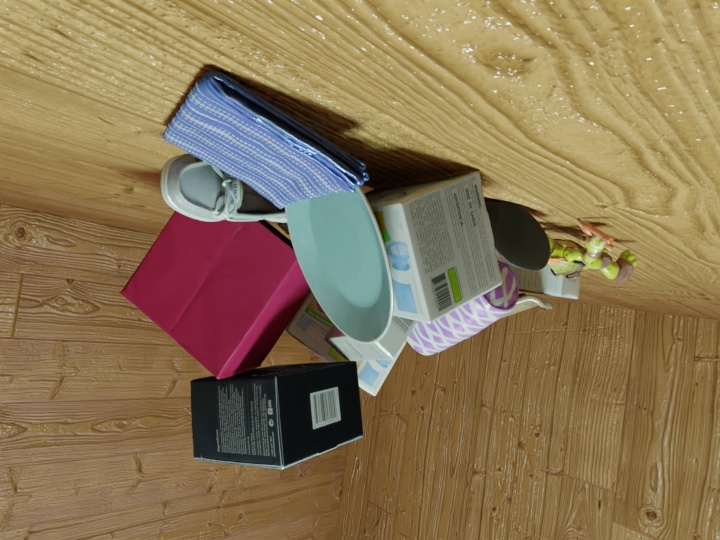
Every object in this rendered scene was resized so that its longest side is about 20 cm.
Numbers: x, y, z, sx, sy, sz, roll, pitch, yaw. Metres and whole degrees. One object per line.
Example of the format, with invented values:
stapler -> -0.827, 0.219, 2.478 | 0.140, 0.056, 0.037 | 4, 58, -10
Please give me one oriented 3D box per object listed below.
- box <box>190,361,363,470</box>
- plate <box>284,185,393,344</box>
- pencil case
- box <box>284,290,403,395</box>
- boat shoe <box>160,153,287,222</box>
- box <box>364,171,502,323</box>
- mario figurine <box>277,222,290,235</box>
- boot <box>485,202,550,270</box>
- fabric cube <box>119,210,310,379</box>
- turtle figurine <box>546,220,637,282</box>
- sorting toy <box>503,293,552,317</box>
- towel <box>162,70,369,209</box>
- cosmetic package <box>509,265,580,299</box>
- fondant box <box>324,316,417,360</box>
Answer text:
box -> -0.128, 0.217, 0.832 | 0.191, 0.129, 0.197 | -11, 172, 34
plate -> -0.020, -0.026, 0.533 | 0.025, 0.207, 0.198 | -23, -166, -28
pencil case -> 0.137, 0.054, 0.754 | 0.084, 0.086, 0.199 | 44, 143, -5
box -> -0.033, 0.118, 0.971 | 0.197, 0.114, 0.101 | 36, 169, -9
boat shoe -> -0.126, -0.091, 0.599 | 0.063, 0.078, 0.198 | -2, 175, 42
box -> 0.037, -0.027, 0.565 | 0.099, 0.117, 0.198 | -22, -167, -28
mario figurine -> -0.055, -0.078, 0.816 | 0.107, 0.123, 0.200 | 51, 174, -14
boot -> 0.120, -0.048, 0.692 | 0.182, 0.066, 0.199 | 25, 169, -18
fabric cube -> -0.197, 0.013, 0.814 | 0.198, 0.202, 0.196 | 36, -179, 7
turtle figurine -> 0.289, -0.019, 0.707 | 0.156, 0.067, 0.199 | 10, 177, -24
sorting toy -> 0.218, 0.070, 0.900 | 0.194, 0.038, 0.184 | -18, 168, 23
towel -> -0.092, -0.098, 0.460 | 0.142, 0.025, 0.198 | 28, 168, -26
cosmetic package -> 0.260, -0.007, 0.897 | 0.195, 0.085, 0.111 | 6, 177, 38
fondant box -> 0.030, 0.059, 0.802 | 0.058, 0.146, 0.199 | 40, 160, -10
